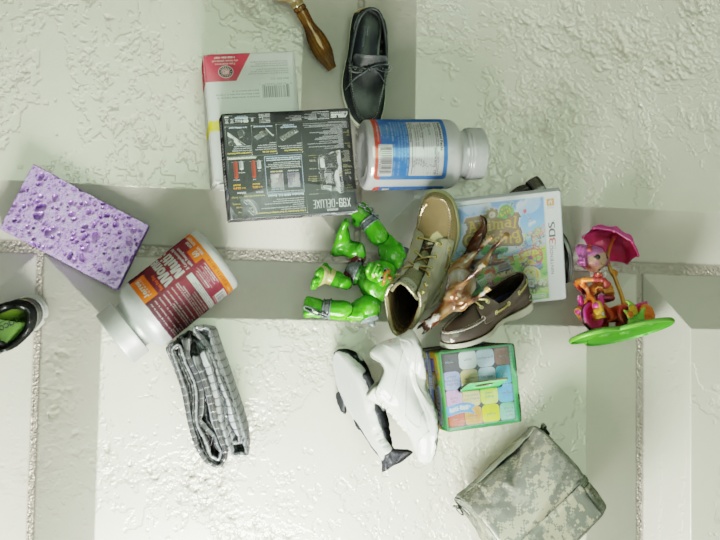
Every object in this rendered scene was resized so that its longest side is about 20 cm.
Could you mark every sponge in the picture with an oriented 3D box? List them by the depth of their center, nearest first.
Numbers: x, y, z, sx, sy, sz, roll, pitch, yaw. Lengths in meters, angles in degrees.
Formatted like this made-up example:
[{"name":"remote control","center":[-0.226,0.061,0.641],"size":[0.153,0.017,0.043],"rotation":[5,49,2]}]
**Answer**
[{"name":"sponge","center":[-0.434,-0.065,1.616],"size":[0.198,0.030,0.113],"rotation":[28,82,-8]}]

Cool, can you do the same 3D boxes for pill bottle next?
[{"name":"pill bottle","center":[-0.292,0.041,1.598],"size":[0.199,0.110,0.110],"rotation":[-39,94,-11]},{"name":"pill bottle","center":[0.098,-0.185,1.688],"size":[0.197,0.112,0.114],"rotation":[-1,87,-12]}]

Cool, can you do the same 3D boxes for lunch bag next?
[{"name":"lunch bag","center":[0.264,0.364,1.672],"size":[0.199,0.139,0.168],"rotation":[-39,95,-12]}]

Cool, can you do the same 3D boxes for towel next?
[{"name":"towel","center":[-0.229,0.183,1.575],"size":[0.085,0.166,0.202],"rotation":[-19,90,-6]}]

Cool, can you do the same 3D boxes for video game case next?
[{"name":"video game case","center":[0.227,-0.032,1.698],"size":[0.197,0.022,0.184],"rotation":[-6,107,2]}]

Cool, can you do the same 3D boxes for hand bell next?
[{"name":"hand bell","center":[-0.094,-0.412,1.690],"size":[0.103,0.104,0.201],"rotation":[-31,106,-11]}]

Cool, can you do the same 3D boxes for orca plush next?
[{"name":"orca plush","center":[0.028,0.207,1.656],"size":[0.071,0.106,0.201],"rotation":[-13,53,-37]}]

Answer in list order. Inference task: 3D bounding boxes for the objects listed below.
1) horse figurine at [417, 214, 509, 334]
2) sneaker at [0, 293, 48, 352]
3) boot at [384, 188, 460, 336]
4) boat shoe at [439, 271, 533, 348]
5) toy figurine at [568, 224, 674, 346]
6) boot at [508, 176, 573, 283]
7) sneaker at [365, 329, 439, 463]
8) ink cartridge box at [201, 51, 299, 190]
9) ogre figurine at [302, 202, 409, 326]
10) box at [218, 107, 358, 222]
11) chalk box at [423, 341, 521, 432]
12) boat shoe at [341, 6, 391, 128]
[{"name":"horse figurine","center":[0.164,0.006,1.617],"size":[0.050,0.133,0.201],"rotation":[35,43,-12]},{"name":"sneaker","center":[-0.553,0.100,1.553],"size":[0.199,0.087,0.074],"rotation":[-33,93,-11]},{"name":"boot","center":[0.093,-0.012,1.623],"size":[0.071,0.155,0.202],"rotation":[16,116,18]},{"name":"boat shoe","center":[0.193,0.061,1.635],"size":[0.199,0.071,0.060],"rotation":[-25,116,-35]},{"name":"toy figurine","center":[0.398,0.017,1.724],"size":[0.198,0.150,0.186],"rotation":[-3,74,-34]},{"name":"boot","center":[0.244,-0.045,1.739],"size":[0.172,0.069,0.202],"rotation":[-24,95,-3]},{"name":"sneaker","center":[0.061,0.195,1.590],"size":[0.098,0.078,0.203],"rotation":[-13,92,1]},{"name":"ink cartridge box","center":[-0.170,-0.230,1.651],"size":[0.143,0.083,0.203],"rotation":[-4,87,-12]},{"name":"ogre figurine","center":[0.000,0.000,1.669],"size":[0.119,0.099,0.201],"rotation":[24,54,5]},{"name":"box","center":[-0.108,-0.158,1.592],"size":[0.197,0.050,0.160],"rotation":[-5,88,-13]},{"name":"chalk box","center":[0.171,0.178,1.634],"size":[0.123,0.200,0.126],"rotation":[-5,89,-10]},{"name":"boat shoe","center":[0.010,-0.329,1.705],"size":[0.074,0.062,0.203],"rotation":[3,87,-13]}]
